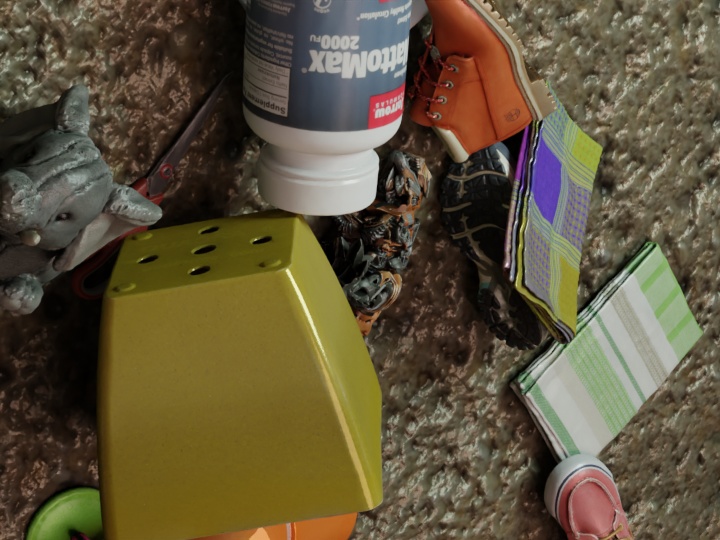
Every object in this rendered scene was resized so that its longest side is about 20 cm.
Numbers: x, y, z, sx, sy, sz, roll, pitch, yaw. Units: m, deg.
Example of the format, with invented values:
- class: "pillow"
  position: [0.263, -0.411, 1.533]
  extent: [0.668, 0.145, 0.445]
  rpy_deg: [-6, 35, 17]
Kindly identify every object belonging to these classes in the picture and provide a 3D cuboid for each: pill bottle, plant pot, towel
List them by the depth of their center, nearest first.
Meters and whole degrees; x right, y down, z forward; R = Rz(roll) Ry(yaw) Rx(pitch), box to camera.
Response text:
- class: "pill bottle"
  position: [-0.025, -0.149, 1.316]
  extent: [0.119, 0.119, 0.201]
  rpy_deg: [-13, 119, -33]
- class: "plant pot"
  position: [-0.097, 0.065, 1.319]
  extent: [0.199, 0.200, 0.177]
  rpy_deg: [-9, 111, 4]
- class: "towel"
  position: [0.166, -0.049, 1.543]
  extent: [0.144, 0.023, 0.201]
  rpy_deg: [44, 51, -51]
- class: "towel"
  position: [0.237, 0.084, 1.731]
  extent: [0.200, 0.031, 0.149]
  rpy_deg: [-46, 133, -15]

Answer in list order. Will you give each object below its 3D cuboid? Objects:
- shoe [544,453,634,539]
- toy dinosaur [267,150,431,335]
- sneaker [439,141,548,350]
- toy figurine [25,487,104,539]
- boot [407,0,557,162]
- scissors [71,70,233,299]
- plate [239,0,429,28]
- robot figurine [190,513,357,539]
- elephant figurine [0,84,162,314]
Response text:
- class: "shoe"
  position: [0.242, 0.264, 1.751]
  extent: [0.071, 0.091, 0.200]
  rpy_deg: [-31, 135, -8]
- class: "toy dinosaur"
  position: [0.000, 0.000, 1.469]
  extent: [0.136, 0.102, 0.201]
  rpy_deg: [10, 83, -56]
- class: "sneaker"
  position: [0.130, -0.034, 1.574]
  extent: [0.086, 0.077, 0.201]
  rpy_deg: [-46, 132, -41]
- class: "toy figurine"
  position: [-0.161, 0.284, 1.409]
  extent: [0.150, 0.184, 0.200]
  rpy_deg: [-35, 127, -20]
- class: "boot"
  position: [0.076, -0.164, 1.434]
  extent: [0.107, 0.075, 0.200]
  rpy_deg: [-32, 136, 4]
- class: "scissors"
  position: [-0.153, -0.063, 1.372]
  extent: [0.200, 0.014, 0.073]
  rpy_deg: [-46, 128, -13]
- class: "plate"
  position: [-0.018, -0.252, 1.374]
  extent: [0.200, 0.032, 0.200]
  rpy_deg: [-44, 129, -13]
- class: "robot figurine"
  position: [-0.081, 0.193, 1.455]
  extent: [0.200, 0.116, 0.145]
  rpy_deg: [-16, 117, -56]
- class: "elephant figurine"
  position: [-0.203, -0.051, 1.201]
  extent: [0.141, 0.200, 0.156]
  rpy_deg: [28, 59, -28]
